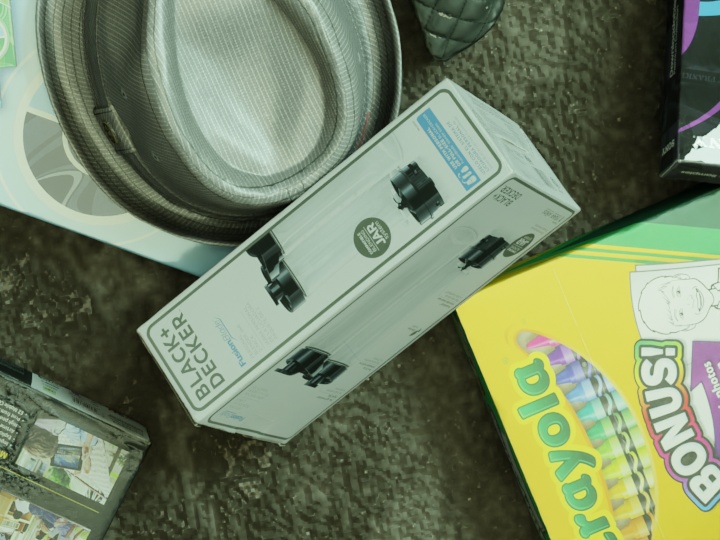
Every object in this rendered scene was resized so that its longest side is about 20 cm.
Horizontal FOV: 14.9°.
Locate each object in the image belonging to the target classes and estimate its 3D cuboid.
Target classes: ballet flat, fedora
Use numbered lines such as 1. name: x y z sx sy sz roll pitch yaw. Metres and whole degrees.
1. ballet flat: -0.008 -0.187 1.400 0.200 0.066 0.057 42 92 -8
2. fedora: -0.064 -0.107 1.340 0.177 0.090 0.200 -18 96 -7

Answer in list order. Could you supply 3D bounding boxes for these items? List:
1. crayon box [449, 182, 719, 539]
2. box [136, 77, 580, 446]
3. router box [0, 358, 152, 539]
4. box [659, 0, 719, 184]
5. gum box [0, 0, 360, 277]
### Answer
1. crayon box: 0.160 0.072 1.443 0.172 0.058 0.200 -23 95 -5
2. box: 0.000 0.000 1.360 0.200 0.117 0.060 -39 70 12
3. router box: -0.227 0.106 1.398 0.200 0.051 0.149 27 92 -8
4. box: 0.231 -0.137 1.423 0.143 0.036 0.200 6 77 -8
5. gum box: -0.120 -0.101 1.402 0.200 0.045 0.170 20 91 -8
